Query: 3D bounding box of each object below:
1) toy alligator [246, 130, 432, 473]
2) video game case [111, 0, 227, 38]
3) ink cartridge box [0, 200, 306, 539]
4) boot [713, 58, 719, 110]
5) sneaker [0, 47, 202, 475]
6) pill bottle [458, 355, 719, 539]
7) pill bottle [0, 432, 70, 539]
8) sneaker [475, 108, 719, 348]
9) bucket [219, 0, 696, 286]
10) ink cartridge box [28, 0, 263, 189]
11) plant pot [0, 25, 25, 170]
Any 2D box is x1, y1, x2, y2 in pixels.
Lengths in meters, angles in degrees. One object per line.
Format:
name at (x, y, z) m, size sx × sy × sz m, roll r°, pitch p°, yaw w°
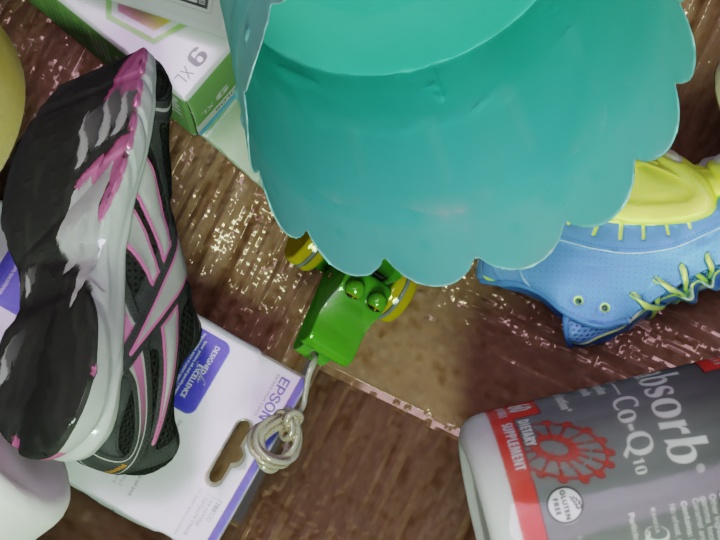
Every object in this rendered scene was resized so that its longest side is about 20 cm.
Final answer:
toy alligator at (0.000, 0.000, 1.029) m, size 0.059 × 0.054 × 0.201 m, roll 32°, pitch 59°, yaw -21°
video game case at (-0.125, -0.212, 0.983) m, size 0.181 × 0.201 × 0.023 m, roll 19°, pitch 43°, yaw 6°
ink cartridge box at (-0.130, 0.047, 1.053) m, size 0.199 × 0.039 × 0.100 m, roll 30°, pitch 79°, yaw 9°
boot at (0.273, -0.104, 0.995) m, size 0.198 × 0.155 × 0.073 m, roll 1°, pitch 71°, yaw -19°
sneaker at (-0.111, 0.002, 1.009) m, size 0.080 × 0.086 × 0.201 m, roll -10°, pitch 61°, yaw 36°
pill bottle at (0.151, 0.099, 0.995) m, size 0.198 × 0.116 × 0.117 m, roll -13°, pitch 77°, yaw -3°
pill bottle at (-0.237, 0.117, 0.986) m, size 0.199 × 0.114 × 0.115 m, roll -36°, pitch 78°, yaw 10°
sneaker at (0.145, -0.007, 1.050) m, size 0.198 × 0.076 × 0.106 m, roll 13°, pitch 89°, yaw 11°
bucket at (0.033, -0.112, 0.956) m, size 0.206 × 0.208 × 0.135 m, roll -15°, pitch 46°, yaw -3°
ink cartridge box at (-0.084, -0.139, 1.084) m, size 0.200 × 0.059 × 0.104 m, roll 39°, pitch 80°, yaw 9°
plant pot at (-0.268, -0.103, 0.997) m, size 0.198 × 0.142 × 0.201 m, roll -10°, pitch 49°, yaw 11°
